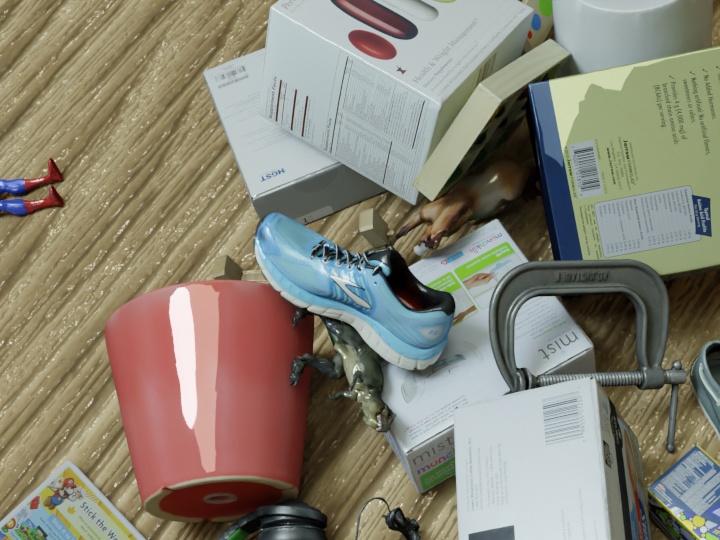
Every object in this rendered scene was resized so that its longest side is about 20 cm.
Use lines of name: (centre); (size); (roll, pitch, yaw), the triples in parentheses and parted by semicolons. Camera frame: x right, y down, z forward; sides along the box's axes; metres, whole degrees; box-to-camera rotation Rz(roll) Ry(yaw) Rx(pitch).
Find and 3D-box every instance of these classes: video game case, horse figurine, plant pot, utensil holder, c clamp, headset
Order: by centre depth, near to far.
c clamp: (0.202, 0.073, 1.139); (0.199, 0.027, 0.172); (5, 96, -16)
headset: (-0.045, 0.265, 1.164); (0.200, 0.094, 0.124); (-30, 58, 11)
plant pot: (-0.135, 0.129, 1.201); (0.200, 0.201, 0.178); (-10, 65, 6)
video game case: (-0.282, 0.301, 1.209); (0.182, 0.023, 0.200); (-43, 57, -16)
horse figurine: (0.111, -0.065, 1.295); (0.200, 0.133, 0.050); (-28, 86, -25)
utensil holder: (0.281, -0.253, 1.341); (0.169, 0.200, 0.171); (-6, 56, 9)

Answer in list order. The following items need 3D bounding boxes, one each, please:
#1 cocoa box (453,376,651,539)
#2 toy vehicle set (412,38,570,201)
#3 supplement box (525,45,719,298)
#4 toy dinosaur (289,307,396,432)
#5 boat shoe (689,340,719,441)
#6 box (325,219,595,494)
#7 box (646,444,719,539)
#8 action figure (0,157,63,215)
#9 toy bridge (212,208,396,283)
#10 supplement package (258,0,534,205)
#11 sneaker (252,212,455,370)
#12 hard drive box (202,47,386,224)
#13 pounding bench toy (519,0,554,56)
cocoa box: (0.164, 0.215, 1.083); (0.133, 0.131, 0.201); (-16, 53, 23)
toy vehicle set: (0.130, -0.150, 1.263); (0.026, 0.124, 0.200); (39, 34, 8)
supplement box: (0.273, -0.089, 1.227); (0.199, 0.134, 0.201); (-10, 86, 5)
toy dinosaur: (-0.018, 0.067, 1.172); (0.088, 0.048, 0.201); (7, 50, -17)
boat shoe: (0.356, 0.145, 1.142); (0.073, 0.062, 0.200); (-25, 55, -4)
box: (0.094, 0.078, 1.226); (0.200, 0.097, 0.177); (-29, 56, -7)
box: (0.332, 0.243, 1.078); (0.064, 0.070, 0.200); (-38, 57, -11)
action figure: (-0.450, -0.093, 1.467); (0.199, 0.099, 0.065); (-16, 54, 5)
toy bridge: (-0.052, -0.011, 1.331); (0.199, 0.067, 0.027); (-16, 51, 25)
supplement package: (0.034, -0.213, 1.322); (0.200, 0.147, 0.191); (31, 52, 15)
sneaker: (0.000, 0.000, 1.148); (0.200, 0.090, 0.078); (30, 41, -1)
hard drive box: (-0.069, -0.157, 1.431); (0.155, 0.077, 0.200); (-21, 55, -2)
pounding bench toy: (0.126, -0.311, 1.457); (0.200, 0.124, 0.156); (3, 52, 44)
